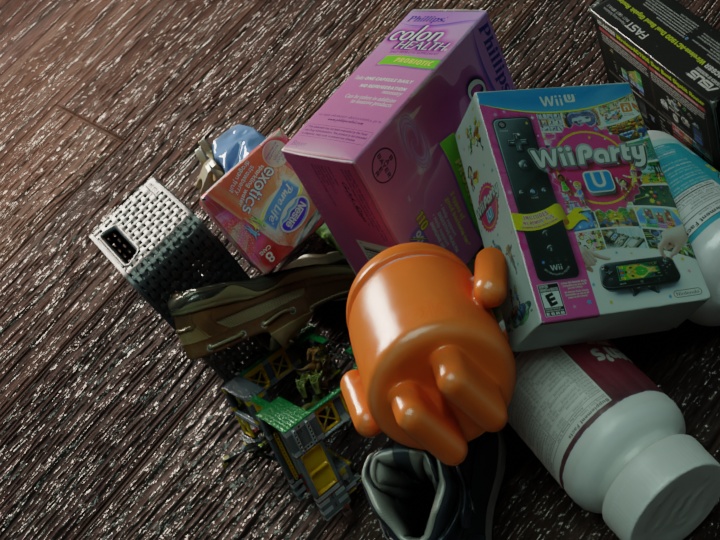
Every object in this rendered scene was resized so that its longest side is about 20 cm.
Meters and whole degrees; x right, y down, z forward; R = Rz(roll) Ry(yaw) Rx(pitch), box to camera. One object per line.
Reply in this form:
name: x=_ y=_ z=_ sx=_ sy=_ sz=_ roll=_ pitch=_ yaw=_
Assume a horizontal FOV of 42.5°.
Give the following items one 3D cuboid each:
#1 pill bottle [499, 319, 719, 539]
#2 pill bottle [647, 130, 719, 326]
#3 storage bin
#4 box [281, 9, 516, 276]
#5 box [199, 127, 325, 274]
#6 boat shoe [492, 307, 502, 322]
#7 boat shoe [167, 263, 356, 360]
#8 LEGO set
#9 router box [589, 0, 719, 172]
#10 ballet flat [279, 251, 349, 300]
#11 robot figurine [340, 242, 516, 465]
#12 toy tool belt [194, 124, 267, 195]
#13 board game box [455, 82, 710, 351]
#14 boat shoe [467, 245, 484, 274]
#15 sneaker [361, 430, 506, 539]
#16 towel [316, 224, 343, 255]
pill bottle: x=0.187 y=0.120 z=0.741 sx=0.109 sy=0.110 sz=0.200 roll=-37 pitch=44 yaw=-3
pill bottle: x=0.290 y=-0.029 z=0.804 sx=0.110 sy=0.111 sz=0.201 roll=-34 pitch=45 yaw=0
storage bin: x=-0.178 y=0.014 z=0.983 sx=0.094 sy=0.201 sz=0.135 roll=-43 pitch=44 yaw=-10
box: x=0.056 y=-0.103 z=0.843 sx=0.096 sy=0.177 sz=0.201 roll=15 pitch=56 yaw=44
box: x=-0.097 y=-0.066 z=0.934 sx=0.102 sy=0.095 sz=0.200 roll=-41 pitch=8 yaw=-7
boat shoe: x=0.150 y=-0.003 z=0.824 sx=0.074 sy=0.075 sz=0.206 roll=19 pitch=101 yaw=24
boat shoe: x=-0.090 y=0.040 z=0.908 sx=0.197 sy=0.075 sz=0.075 roll=-12 pitch=1 yaw=-25
LEGO set: x=-0.038 y=0.145 z=0.878 sx=0.153 sy=0.117 sz=0.198 roll=-38 pitch=27 yaw=-31
router box: x=0.307 y=-0.166 z=0.881 sx=0.062 sy=0.151 sz=0.201 roll=-31 pitch=44 yaw=1
ballet flat: x=0.000 y=0.000 z=0.995 sx=0.197 sy=0.070 sz=0.070 roll=-2 pitch=52 yaw=30
robot figurine: x=0.051 y=0.053 z=0.707 sx=0.114 sy=0.146 sz=0.201 roll=3 pitch=29 yaw=-12
toy tool belt: x=-0.143 y=-0.127 z=1.138 sx=0.125 sy=0.123 sz=0.200 roll=-40 pitch=44 yaw=-7
board game box: x=0.172 y=-0.048 z=0.748 sx=0.145 sy=0.065 sz=0.203 roll=-6 pitch=65 yaw=-14
boat shoe: x=0.122 y=-0.033 z=0.920 sx=0.198 sy=0.071 sz=0.069 roll=21 pitch=107 yaw=38
sneaker: x=0.064 y=0.152 z=0.765 sx=0.076 sy=0.147 sz=0.205 roll=-13 pitch=46 yaw=23
towel: x=0.036 y=-0.098 z=1.022 sx=0.199 sy=0.031 sz=0.149 roll=-41 pitch=12 yaw=-4
